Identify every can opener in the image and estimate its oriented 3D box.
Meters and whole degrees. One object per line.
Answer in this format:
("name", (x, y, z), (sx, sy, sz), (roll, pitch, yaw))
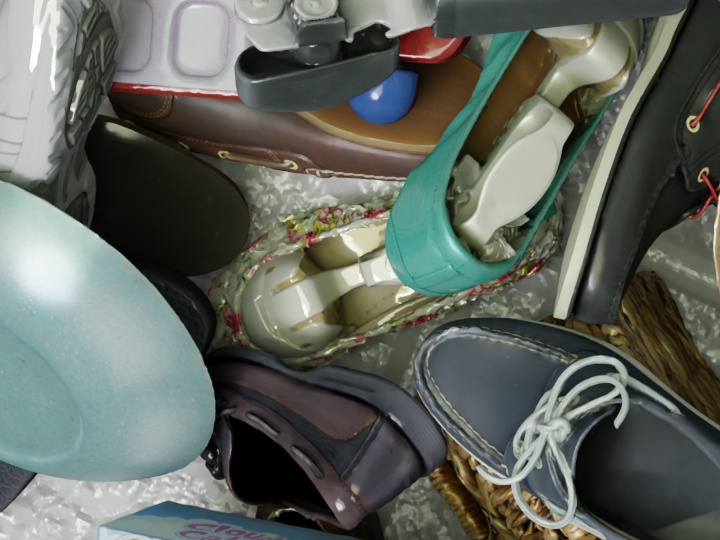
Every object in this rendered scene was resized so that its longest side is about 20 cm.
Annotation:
("can opener", (0.041, -0.116, 1.262), (0.199, 0.067, 0.053), (-10, 51, -4))

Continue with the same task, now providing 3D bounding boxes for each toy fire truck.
("toy fire truck", (-0.022, -0.153, 1.321), (0.199, 0.112, 0.169), (6, 93, 10))

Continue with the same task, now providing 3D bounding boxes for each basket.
("basket", (0.106, 0.122, 1.318), (0.149, 0.143, 0.201), (-31, 88, 18))

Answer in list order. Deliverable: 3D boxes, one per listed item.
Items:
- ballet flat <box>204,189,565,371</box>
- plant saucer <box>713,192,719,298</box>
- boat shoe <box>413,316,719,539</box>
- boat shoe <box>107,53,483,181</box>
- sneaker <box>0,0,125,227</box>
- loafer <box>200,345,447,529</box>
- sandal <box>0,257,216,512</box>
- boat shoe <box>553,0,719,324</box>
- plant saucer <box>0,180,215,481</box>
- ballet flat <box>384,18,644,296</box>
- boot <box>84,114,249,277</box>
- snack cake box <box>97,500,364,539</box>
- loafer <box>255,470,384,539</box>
("ballet flat", (0.000, 0.000, 1.376), (0.199, 0.064, 0.076), (-25, 91, 19))
("plant saucer", (0.246, -0.021, 1.284), (0.199, 0.035, 0.202), (-2, 105, -6))
("boat shoe", (0.099, 0.075, 1.212), (0.200, 0.062, 0.075), (34, 98, 24))
("boat shoe", (-0.028, -0.078, 1.378), (0.199, 0.071, 0.071), (17, 142, 18))
("sneaker", (-0.165, -0.071, 1.306), (0.099, 0.078, 0.201), (23, 131, 8))
("loafer", (-0.039, 0.079, 1.340), (0.063, 0.200, 0.072), (-48, 113, -22))
("sandal", (-0.144, 0.049, 1.426), (0.200, 0.043, 0.076), (-34, 98, 36))
("boat shoe", (0.137, -0.057, 1.276), (0.063, 0.074, 0.202), (25, 60, 4))
("plant saucer", (-0.161, 0.037, 1.337), (0.200, 0.039, 0.202), (21, 143, 17))
("ballet flat", (0.083, -0.073, 1.297), (0.067, 0.070, 0.201), (39, 73, -25))
("boot", (-0.145, -0.050, 1.411), (0.199, 0.075, 0.074), (14, 107, 4))
("snack cake box", (-0.022, 0.179, 1.329), (0.199, 0.067, 0.116), (8, 100, 28))
("loafer", (-0.008, 0.188, 1.400), (0.073, 0.071, 0.201), (-23, 90, 19))
